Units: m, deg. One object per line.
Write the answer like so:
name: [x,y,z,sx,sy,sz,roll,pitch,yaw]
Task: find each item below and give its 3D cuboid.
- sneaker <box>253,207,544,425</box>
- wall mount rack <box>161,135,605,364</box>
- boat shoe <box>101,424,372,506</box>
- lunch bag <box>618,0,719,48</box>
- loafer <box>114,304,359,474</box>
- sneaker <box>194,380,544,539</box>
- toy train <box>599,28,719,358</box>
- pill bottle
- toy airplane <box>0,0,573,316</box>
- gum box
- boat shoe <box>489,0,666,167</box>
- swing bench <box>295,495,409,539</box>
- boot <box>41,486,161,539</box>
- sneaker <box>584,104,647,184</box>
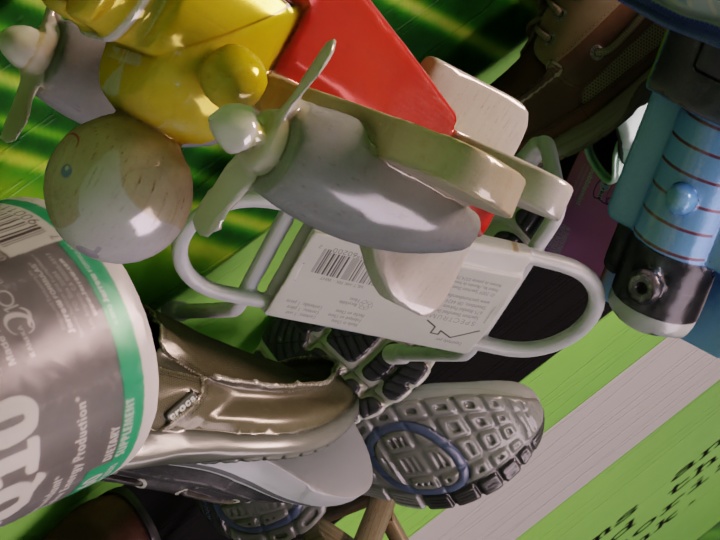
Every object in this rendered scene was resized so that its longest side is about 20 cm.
sneaker: [0.029,0.015,1.254,0.200,0.078,0.080,-39,173,-3]
wall mount rack: [0.000,0.000,1.060,0.200,0.075,0.174,12,134,-21]
boat shoe: [-0.075,0.080,1.156,0.057,0.069,0.200,-31,148,31]
lunch bag: [0.174,-0.162,0.929,0.170,0.200,0.124,-23,125,-41]
loafer: [-0.081,0.049,1.042,0.200,0.070,0.075,-3,-178,-44]
sneaker: [0.005,0.086,1.290,0.200,0.075,0.087,-12,-150,20]
toy train: [0.163,-0.055,1.043,0.114,0.087,0.200,-21,136,-58]
pill bottle: [-0.177,0.052,0.831,0.200,0.113,0.113,-23,157,-43]
toy airplane: [-0.034,-0.051,0.727,0.141,0.199,0.200,-47,166,-12]
gum box: [0.198,0.005,1.328,0.200,0.113,0.066,22,93,-56]
boat shoe: [0.108,-0.108,1.114,0.200,0.072,0.076,-30,-162,-10]
swing bench: [-0.065,0.234,1.332,0.199,0.130,0.200,-25,-172,33]
boot: [-0.212,0.193,1.223,0.200,0.069,0.188,-19,166,-44]
sneaker: [0.174,-0.075,1.230,0.118,0.074,0.200,-41,130,-1]
